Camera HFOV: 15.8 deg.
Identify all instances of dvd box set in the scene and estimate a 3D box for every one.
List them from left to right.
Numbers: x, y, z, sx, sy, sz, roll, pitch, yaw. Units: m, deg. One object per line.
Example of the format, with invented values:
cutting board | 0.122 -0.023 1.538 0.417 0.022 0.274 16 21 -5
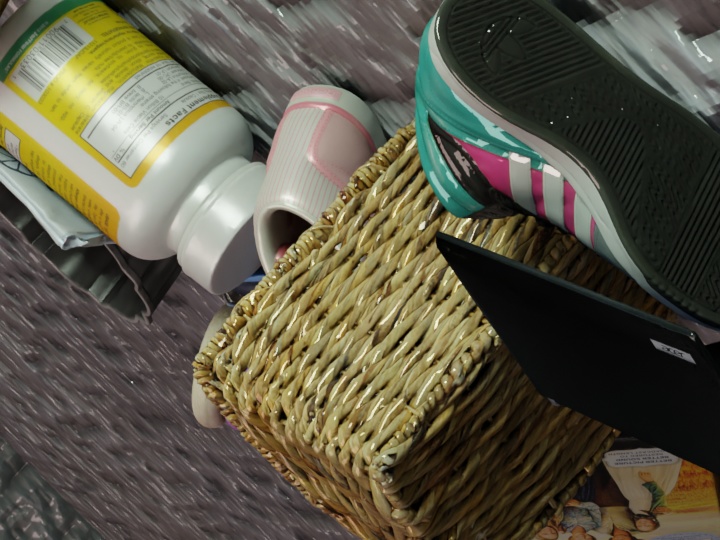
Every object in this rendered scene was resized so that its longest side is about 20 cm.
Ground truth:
dvd box set | 0.136 0.133 1.489 0.146 0.029 0.200 -4 148 11

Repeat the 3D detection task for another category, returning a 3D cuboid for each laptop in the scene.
laptop | 0.161 0.033 1.169 0.177 0.199 0.104 24 120 50

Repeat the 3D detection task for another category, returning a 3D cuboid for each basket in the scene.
basket | 0.044 0.044 1.324 0.149 0.200 0.143 25 158 42

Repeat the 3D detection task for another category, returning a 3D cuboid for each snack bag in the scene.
snack bag | -0.195 -0.074 1.709 0.200 0.021 0.188 43 -158 24

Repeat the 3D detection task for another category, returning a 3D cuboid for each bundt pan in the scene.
bundt pan | -0.201 -0.056 1.885 0.202 0.076 0.202 40 164 14

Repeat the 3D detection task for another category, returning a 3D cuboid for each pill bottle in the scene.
pill bottle | -0.138 -0.078 1.611 0.200 0.113 0.113 39 164 15

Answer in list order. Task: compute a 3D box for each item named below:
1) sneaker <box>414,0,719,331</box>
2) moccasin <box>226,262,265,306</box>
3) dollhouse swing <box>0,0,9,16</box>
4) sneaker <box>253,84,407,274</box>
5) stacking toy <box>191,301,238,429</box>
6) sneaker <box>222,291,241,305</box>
sneaker | 0.098 -0.041 1.186 0.200 0.084 0.121 45 164 -2
moccasin | -0.031 0.014 1.641 0.200 0.080 0.068 19 144 58
dollhouse swing | -0.289 -0.239 1.542 0.199 0.182 0.176 25 124 -7
sneaker | 0.000 0.000 1.467 0.075 0.105 0.200 -6 135 31
stacking toy | -0.005 0.083 1.688 0.199 0.086 0.085 14 157 11
sneaker | -0.035 0.046 1.757 0.200 0.075 0.116 34 160 32
